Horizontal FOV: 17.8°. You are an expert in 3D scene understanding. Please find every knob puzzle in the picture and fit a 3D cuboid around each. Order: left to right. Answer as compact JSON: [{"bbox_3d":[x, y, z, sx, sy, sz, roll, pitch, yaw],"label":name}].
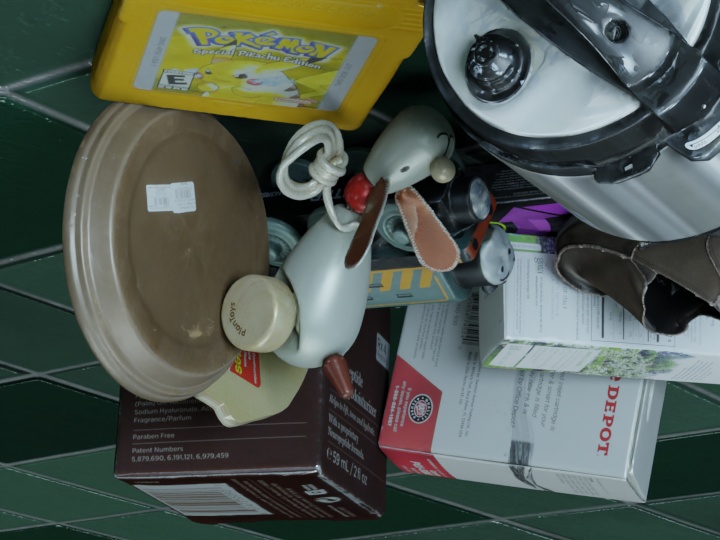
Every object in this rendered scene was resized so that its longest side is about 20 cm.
[{"bbox_3d":[-0.101,0.021,1.578,0.030,0.220,0.220,-24,151,26],"label":"knob puzzle"}]

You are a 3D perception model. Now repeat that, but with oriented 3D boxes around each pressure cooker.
[{"bbox_3d":[0.130,-0.116,1.160,0.176,0.179,0.200,-5,162,29],"label":"pressure cooker"}]

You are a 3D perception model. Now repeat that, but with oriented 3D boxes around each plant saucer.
[{"bbox_3d":[-0.116,-0.017,1.458,0.029,0.201,0.200,-3,162,33],"label":"plant saucer"}]

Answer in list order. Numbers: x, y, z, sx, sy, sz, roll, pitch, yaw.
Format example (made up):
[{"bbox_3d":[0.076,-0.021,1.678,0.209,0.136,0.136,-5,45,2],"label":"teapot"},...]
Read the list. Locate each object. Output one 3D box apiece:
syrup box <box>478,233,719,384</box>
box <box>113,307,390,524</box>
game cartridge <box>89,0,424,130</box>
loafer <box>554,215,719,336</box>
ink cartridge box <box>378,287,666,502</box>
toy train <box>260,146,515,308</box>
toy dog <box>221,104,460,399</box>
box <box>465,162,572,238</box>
[{"bbox_3d":[0.190,0.029,1.645,0.200,0.082,0.079,4,163,-9],"label":"syrup box"},{"bbox_3d":[-0.077,0.078,1.749,0.164,0.200,0.166,-3,162,18],"label":"box"},{"bbox_3d":[-0.059,-0.138,1.352,0.176,0.033,0.200,6,163,-12],"label":"game cartridge"},{"bbox_3d":[0.190,0.003,1.506,0.073,0.071,0.200,37,161,-28],"label":"loafer"},{"bbox_3d":[0.130,0.091,1.771,0.200,0.147,0.083,7,162,20],"label":"ink cartridge box"},{"bbox_3d":[0.009,-0.022,1.573,0.200,0.085,0.114,-6,134,31],"label":"toy train"},{"bbox_3d":[0.000,0.000,1.455,0.132,0.096,0.200,-14,140,-40],"label":"toy dog"},{"bbox_3d":[0.152,-0.033,1.646,0.143,0.036,0.200,-6,162,25],"label":"box"}]
